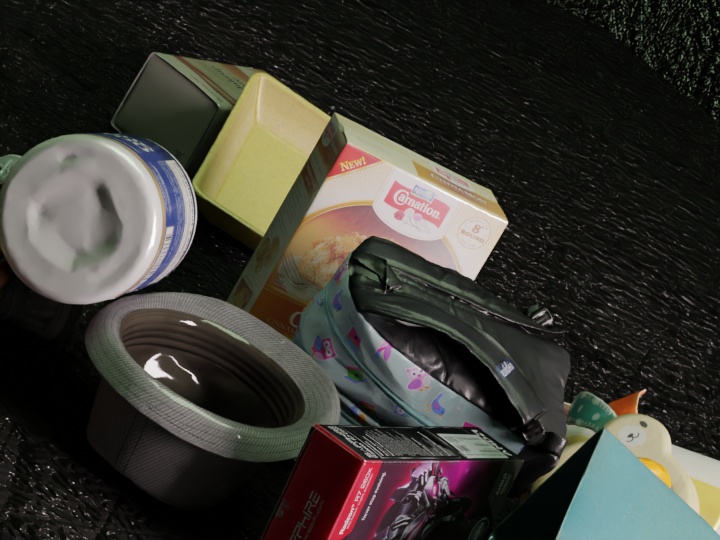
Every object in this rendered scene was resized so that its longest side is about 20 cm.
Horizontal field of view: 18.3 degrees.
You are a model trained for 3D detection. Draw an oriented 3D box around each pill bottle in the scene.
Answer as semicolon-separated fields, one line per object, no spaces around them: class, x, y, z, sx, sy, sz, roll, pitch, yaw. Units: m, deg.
pill bottle;-0.173;-0.039;1.535;0.111;0.111;0.200;32;6;3

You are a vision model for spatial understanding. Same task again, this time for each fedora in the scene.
fedora;-0.113;0.097;1.505;0.176;0.091;0.200;33;19;10

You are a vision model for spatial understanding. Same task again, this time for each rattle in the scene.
rattle;0.181;0.118;1.617;0.201;0.129;0.143;-72;146;-42

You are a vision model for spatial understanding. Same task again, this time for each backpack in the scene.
backpack;0.050;0.072;1.644;0.199;0.127;0.167;31;26;-14

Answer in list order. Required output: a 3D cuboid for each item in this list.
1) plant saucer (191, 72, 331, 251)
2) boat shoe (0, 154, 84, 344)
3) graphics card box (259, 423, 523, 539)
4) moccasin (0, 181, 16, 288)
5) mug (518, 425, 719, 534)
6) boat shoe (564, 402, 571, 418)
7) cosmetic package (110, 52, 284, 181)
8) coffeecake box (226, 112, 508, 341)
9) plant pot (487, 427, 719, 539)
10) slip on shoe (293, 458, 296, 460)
plant saucer;-0.053;-0.064;2.057;0.199;0.049;0.201;33;41;-8
boat shoe;-0.255;-0.024;1.643;0.064;0.075;0.203;19;29;-33
graphics card box;0.016;0.166;1.470;0.051;0.126;0.199;32;13;31
moccasin;-0.271;0.001;1.477;0.073;0.078;0.201;19;30;14
mug;0.203;0.186;1.715;0.152;0.150;0.187;28;-6;19
boat shoe;0.222;0.185;1.905;0.202;0.075;0.075;40;3;8
cosmetic package;-0.135;-0.145;2.182;0.103;0.088;0.200;39;18;22
coffeecake box;0.000;0.000;1.795;0.153;0.201;0.073;25;17;-19
plant pot;0.179;0.241;1.469;0.200;0.141;0.142;38;40;-4
slip on shoe;-0.016;0.108;1.702;0.074;0.061;0.200;39;19;20
